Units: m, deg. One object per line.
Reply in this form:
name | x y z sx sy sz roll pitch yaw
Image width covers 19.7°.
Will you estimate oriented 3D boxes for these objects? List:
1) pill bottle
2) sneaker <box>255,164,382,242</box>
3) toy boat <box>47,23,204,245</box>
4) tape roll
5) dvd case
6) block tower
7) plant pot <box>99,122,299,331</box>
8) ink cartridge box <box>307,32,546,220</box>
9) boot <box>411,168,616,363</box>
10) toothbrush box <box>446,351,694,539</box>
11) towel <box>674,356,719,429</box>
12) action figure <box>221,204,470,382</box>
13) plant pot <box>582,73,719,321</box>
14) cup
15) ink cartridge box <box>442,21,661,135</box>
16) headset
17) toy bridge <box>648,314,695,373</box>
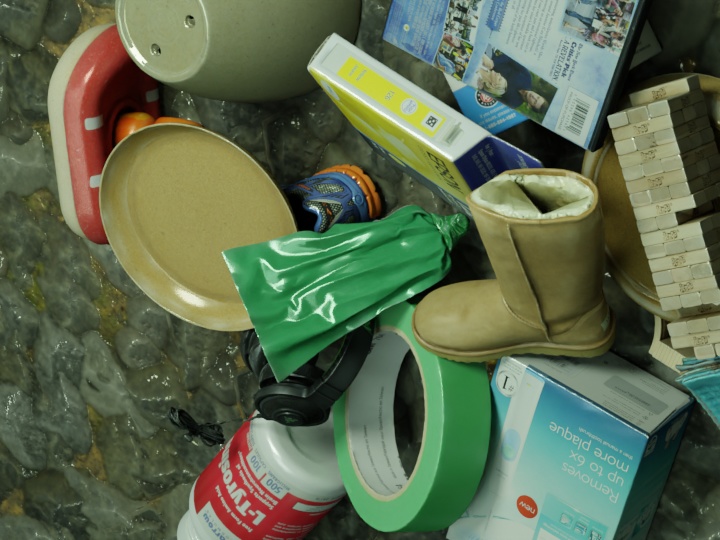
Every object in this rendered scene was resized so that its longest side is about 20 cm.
pill bottle | -0.088 0.204 1.910 0.112 0.112 0.200 49 130 10
sneaker | -0.077 -0.041 1.820 0.200 0.078 0.075 -23 93 41
toy boat | -0.196 -0.122 1.851 0.131 0.131 0.200 5 112 25
tape roll | 0.041 0.121 1.754 0.200 0.048 0.201 -9 79 62
dvd case | 0.114 -0.193 1.538 0.200 0.018 0.143 31 125 22
block tower | 0.239 -0.037 1.513 0.054 0.058 0.200 -12 96 40
plant pot | -0.134 -0.041 1.782 0.200 0.027 0.200 15 124 23
ink cartridge box | 0.070 -0.088 1.624 0.200 0.198 0.047 37 85 23
boot | 0.108 -0.006 1.586 0.175 0.066 0.200 -3 149 13
toothbrush box | 0.171 0.166 1.715 0.146 0.085 0.200 31 126 24
towel | 0.344 0.125 1.545 0.147 0.022 0.200 -12 131 41
action figure | 0.000 0.000 1.713 0.200 0.055 0.118 -23 87 -1
plant pot | 0.247 -0.048 1.567 0.200 0.027 0.200 14 113 35
cup | -0.122 -0.224 1.736 0.200 0.143 0.201 16 118 33
ink cartridge box | 0.117 -0.221 1.592 0.146 0.084 0.200 -24 94 41
headset | -0.075 0.083 1.788 0.200 0.094 0.124 -45 36 21
toy bridge | 0.263 -0.017 1.604 0.067 0.027 0.200 32 124 24
